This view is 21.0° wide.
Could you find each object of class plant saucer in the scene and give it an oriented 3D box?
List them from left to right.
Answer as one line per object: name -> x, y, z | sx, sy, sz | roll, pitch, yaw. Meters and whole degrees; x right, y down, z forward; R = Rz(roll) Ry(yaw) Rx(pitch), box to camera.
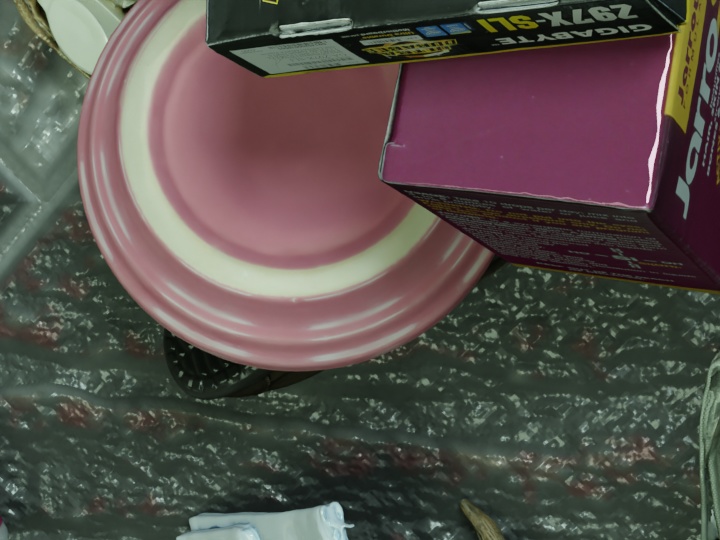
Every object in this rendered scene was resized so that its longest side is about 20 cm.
plant saucer -> -0.028, -0.058, 0.855 | 0.200, 0.051, 0.201 | -1, 80, 3

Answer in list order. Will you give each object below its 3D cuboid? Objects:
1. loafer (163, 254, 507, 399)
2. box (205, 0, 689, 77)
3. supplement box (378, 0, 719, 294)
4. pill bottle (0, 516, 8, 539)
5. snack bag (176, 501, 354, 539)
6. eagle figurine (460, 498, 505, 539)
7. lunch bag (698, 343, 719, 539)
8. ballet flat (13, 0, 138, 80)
loafer -> 0.000, 0.000, 0.927 | 0.200, 0.071, 0.073 | -26, 71, 18
box -> 0.028, -0.174, 0.657 | 0.159, 0.049, 0.200 | -4, 81, 27
supplement box -> 0.092, -0.072, 0.754 | 0.103, 0.200, 0.131 | 8, 85, 20
pill bottle -> -0.289, 0.094, 1.055 | 0.113, 0.113, 0.200 | -26, 99, 30
snack bag -> -0.028, 0.210, 0.962 | 0.200, 0.021, 0.189 | -19, 88, 64
eagle figurine -> 0.058, 0.246, 0.967 | 0.151, 0.152, 0.200 | 22, 115, -10
lunch bag -> 0.211, 0.082, 0.807 | 0.118, 0.164, 0.200 | -34, 95, 27
ballet flat -> -0.090, -0.085, 0.923 | 0.200, 0.065, 0.071 | 39, 120, 3
